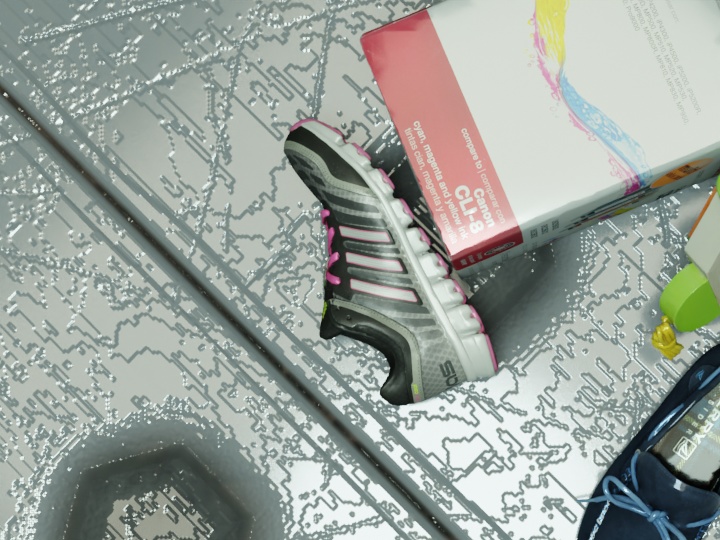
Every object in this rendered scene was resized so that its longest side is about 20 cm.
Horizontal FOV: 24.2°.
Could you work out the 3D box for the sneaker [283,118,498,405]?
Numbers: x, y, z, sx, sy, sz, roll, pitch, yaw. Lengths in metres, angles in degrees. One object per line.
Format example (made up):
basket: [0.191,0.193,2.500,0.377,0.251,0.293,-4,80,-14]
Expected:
sneaker: [0.000,0.000,1.045,0.087,0.074,0.200,-34,88,-4]

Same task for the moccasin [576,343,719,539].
moccasin: [0.185,0.124,1.019,0.080,0.068,0.200,26,88,7]

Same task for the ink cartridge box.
ink cartridge box: [0.122,-0.101,1.006,0.200,0.145,0.145,-23,83,4]

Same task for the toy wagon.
toy wagon: [0.245,-0.025,0.987,0.200,0.155,0.040,-37,56,2]
